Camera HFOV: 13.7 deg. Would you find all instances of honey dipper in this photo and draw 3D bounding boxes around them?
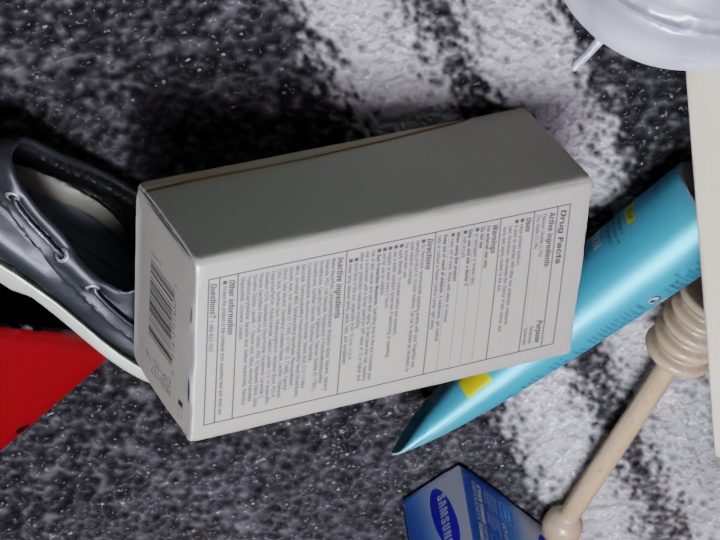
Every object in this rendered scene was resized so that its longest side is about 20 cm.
[{"bbox_3d":[0.142,0.079,1.550,0.038,0.038,0.200,11,133,-17],"label":"honey dipper"}]

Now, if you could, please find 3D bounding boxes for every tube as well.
[{"bbox_3d":[0.098,0.024,1.474,0.200,0.077,0.050,-38,90,22],"label":"tube"}]

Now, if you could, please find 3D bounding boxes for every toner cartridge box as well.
[{"bbox_3d":[0.077,0.204,1.543,0.043,0.200,0.095,-34,129,22],"label":"toner cartridge box"}]

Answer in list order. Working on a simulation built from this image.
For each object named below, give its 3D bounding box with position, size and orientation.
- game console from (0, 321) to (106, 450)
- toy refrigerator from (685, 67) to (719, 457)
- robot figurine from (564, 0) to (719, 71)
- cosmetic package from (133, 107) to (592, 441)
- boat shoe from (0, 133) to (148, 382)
[{"bbox_3d":[-0.257,0.048,1.478,0.200,0.119,0.172,-40,95,26],"label":"game console"},{"bbox_3d":[0.195,-0.015,1.381,0.070,0.076,0.201,4,117,25],"label":"toy refrigerator"},{"bbox_3d":[0.148,-0.167,1.263,0.169,0.113,0.200,-4,136,-28],"label":"robot figurine"},{"bbox_3d":[0.000,0.000,1.381,0.199,0.073,0.104,-12,127,-24],"label":"cosmetic package"},{"bbox_3d":[-0.106,-0.007,1.408,0.199,0.075,0.066,35,133,-22],"label":"boat shoe"}]
